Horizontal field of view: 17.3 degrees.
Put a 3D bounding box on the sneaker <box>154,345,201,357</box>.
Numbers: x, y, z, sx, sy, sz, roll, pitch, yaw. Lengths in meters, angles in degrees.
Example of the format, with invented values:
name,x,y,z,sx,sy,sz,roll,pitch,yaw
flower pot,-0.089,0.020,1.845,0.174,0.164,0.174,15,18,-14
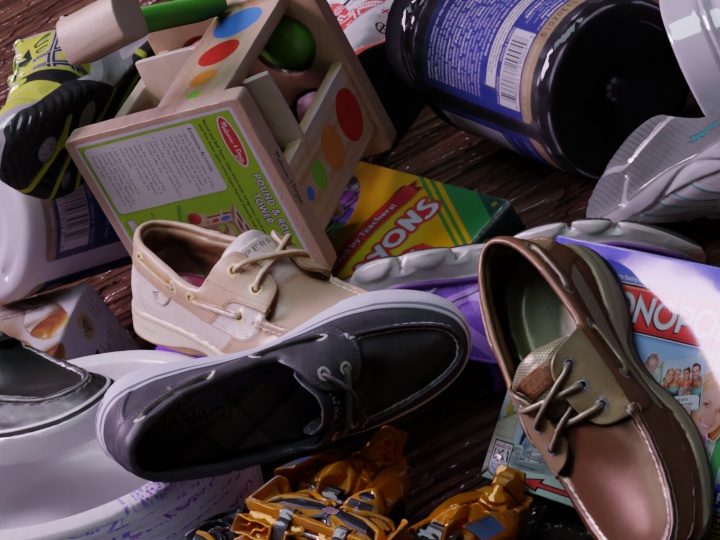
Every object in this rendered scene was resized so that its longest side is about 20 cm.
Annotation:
name,x,y,z,sx,sy,sz,roll,pitch,yaw
sneaker,-0.066,0.083,1.374,0.199,0.070,0.100,10,59,53

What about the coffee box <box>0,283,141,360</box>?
name,x,y,z,sx,sy,sz,roll,pitch,yaw
coffee box,-0.221,0.113,1.455,0.114,0.080,0.201,-15,37,29

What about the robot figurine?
name,x,y,z,sx,sy,sz,roll,pitch,yaw
robot figurine,0.003,0.127,1.134,0.144,0.059,0.200,17,12,20

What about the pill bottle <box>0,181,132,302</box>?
name,x,y,z,sx,sy,sz,roll,pitch,yaw
pill bottle,-0.174,-0.055,1.545,0.111,0.112,0.199,4,16,45

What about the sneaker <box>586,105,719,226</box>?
name,x,y,z,sx,sy,sz,roll,pitch,yaw
sneaker,0.202,-0.052,1.302,0.200,0.080,0.071,-26,34,51

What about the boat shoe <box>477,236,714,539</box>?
name,x,y,z,sx,sy,sz,roll,pitch,yaw
boat shoe,0.103,0.062,1.149,0.076,0.074,0.201,-46,44,25

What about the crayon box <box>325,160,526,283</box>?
name,x,y,z,sx,sy,sz,roll,pitch,yaw
crayon box,0.000,0.000,1.429,0.127,0.051,0.199,-48,34,-19

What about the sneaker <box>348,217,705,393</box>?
name,x,y,z,sx,sy,sz,roll,pitch,yaw
sneaker,0.094,0.021,1.302,0.198,0.084,0.081,-12,-7,8

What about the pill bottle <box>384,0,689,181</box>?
name,x,y,z,sx,sy,sz,roll,pitch,yaw
pill bottle,0.101,-0.130,1.449,0.112,0.112,0.200,-43,33,-13

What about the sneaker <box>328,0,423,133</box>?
name,x,y,z,sx,sy,sz,roll,pitch,yaw
sneaker,-0.005,-0.144,1.610,0.107,0.067,0.202,-1,42,43

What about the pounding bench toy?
name,x,y,z,sx,sy,sz,roll,pitch,yaw
pounding bench toy,-0.087,-0.112,1.410,0.123,0.201,0.156,-12,32,29

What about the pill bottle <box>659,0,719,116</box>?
name,x,y,z,sx,sy,sz,roll,pitch,yaw
pill bottle,0.275,-0.157,1.324,0.199,0.113,0.113,-24,33,17

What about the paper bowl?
name,x,y,z,sx,sy,sz,roll,pitch,yaw
paper bowl,-0.149,0.134,1.276,0.199,0.105,0.201,-11,25,5

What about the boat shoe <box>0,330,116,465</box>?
name,x,y,z,sx,sy,sz,roll,pitch,yaw
boat shoe,-0.217,0.060,1.269,0.198,0.064,0.071,0,27,28

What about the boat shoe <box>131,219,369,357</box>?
name,x,y,z,sx,sy,sz,roll,pitch,yaw
boat shoe,-0.059,0.012,1.287,0.199,0.070,0.074,10,29,42

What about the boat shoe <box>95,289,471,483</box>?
name,x,y,z,sx,sy,sz,roll,pitch,yaw
boat shoe,-0.032,0.062,1.178,0.198,0.071,0.066,-11,19,-14

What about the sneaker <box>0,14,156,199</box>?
name,x,y,z,sx,sy,sz,roll,pitch,yaw
sneaker,-0.189,-0.103,1.451,0.076,0.076,0.200,22,25,9

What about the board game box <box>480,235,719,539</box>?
name,x,y,z,sx,sy,sz,roll,pitch,yaw
board game box,0.154,0.063,1.173,0.199,0.029,0.136,13,84,50
